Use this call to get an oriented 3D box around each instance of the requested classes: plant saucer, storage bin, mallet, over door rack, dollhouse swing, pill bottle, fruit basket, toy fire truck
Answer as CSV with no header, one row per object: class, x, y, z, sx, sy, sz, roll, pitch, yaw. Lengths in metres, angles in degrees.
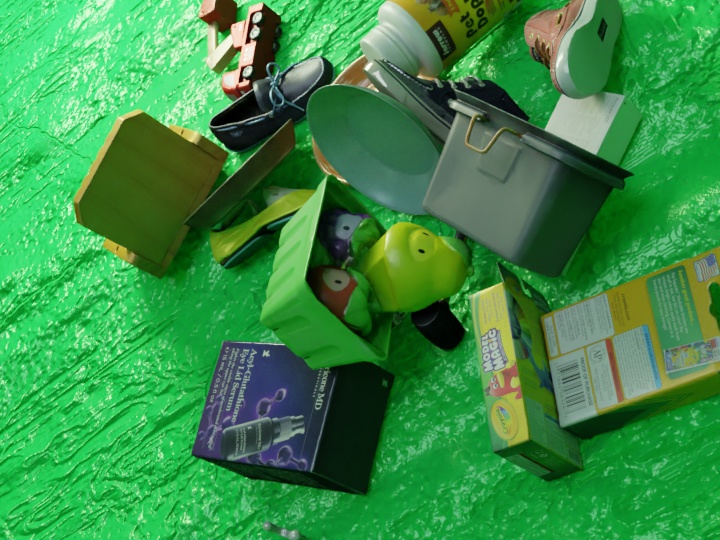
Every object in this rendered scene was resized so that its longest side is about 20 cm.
plant saucer,-0.153,-0.120,1.591,0.200,0.035,0.200,-42,8,7
storage bin,0.155,-0.089,1.252,0.200,0.145,0.135,34,102,45
mallet,0.112,-0.003,1.381,0.041,0.066,0.201,-1,53,35
over door rack,-0.059,0.366,1.306,0.199,0.067,0.148,10,76,42
dollhouse swing,-0.313,-0.121,1.662,0.182,0.175,0.201,24,85,59
plant saucer,0.026,-0.195,1.544,0.200,0.037,0.201,-19,57,31
pill bottle,0.098,-0.312,1.461,0.200,0.109,0.109,-41,46,-6
fruit basket,0.010,-0.005,1.304,0.215,0.155,0.216,-34,30,22
plant saucer,0.028,-0.150,1.410,0.200,0.201,0.039,12,53,42
toy fire truck,-0.185,-0.331,1.779,0.141,0.049,0.201,-9,64,37

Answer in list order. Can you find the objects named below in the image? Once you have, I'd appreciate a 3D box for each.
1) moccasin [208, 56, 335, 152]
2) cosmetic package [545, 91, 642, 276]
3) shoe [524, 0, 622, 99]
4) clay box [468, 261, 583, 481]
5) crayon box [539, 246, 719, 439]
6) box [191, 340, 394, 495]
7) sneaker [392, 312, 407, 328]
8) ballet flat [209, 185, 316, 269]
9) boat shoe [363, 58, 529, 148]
moccasin,-0.124,-0.230,1.663,0.200,0.068,0.081,-36,50,20
cosmetic package,0.226,-0.100,1.319,0.082,0.051,0.201,22,83,46
shoe,0.228,-0.245,1.347,0.091,0.072,0.200,-18,30,36
clay box,0.165,0.101,1.223,0.047,0.115,0.201,-25,54,27
crayon box,0.284,0.074,1.183,0.199,0.052,0.126,-25,54,29
box,-0.079,0.168,1.398,0.199,0.104,0.149,-2,67,39
sneaker,0.000,0.000,1.456,0.082,0.070,0.201,-26,55,6
ballet flat,-0.123,-0.071,1.576,0.200,0.067,0.067,-30,79,28
boat shoe,0.104,-0.200,1.403,0.093,0.200,0.075,-50,5,0
